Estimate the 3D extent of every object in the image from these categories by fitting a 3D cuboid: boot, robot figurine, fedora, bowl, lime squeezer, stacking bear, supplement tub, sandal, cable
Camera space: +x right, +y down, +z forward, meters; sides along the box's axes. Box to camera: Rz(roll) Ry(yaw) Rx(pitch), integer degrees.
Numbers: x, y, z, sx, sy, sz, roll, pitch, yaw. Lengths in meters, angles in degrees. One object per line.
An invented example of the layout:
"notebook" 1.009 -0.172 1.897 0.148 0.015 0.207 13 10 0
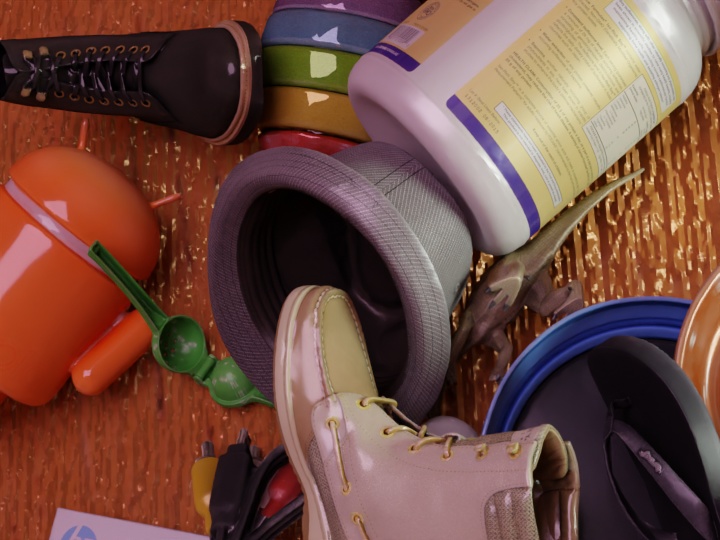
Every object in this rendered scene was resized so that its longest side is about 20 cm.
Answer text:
"boot" -0.150 -0.117 1.459 0.200 0.138 0.078 180 91 -66
"robot figurine" -0.206 0.006 1.503 0.200 0.117 0.144 -51 50 1
"fedora" 0.000 0.000 1.373 0.177 0.200 0.090 35 51 23
"bowl" 0.163 0.115 1.306 0.200 0.039 0.201 0 72 1
"lime squeezer" -0.088 0.051 1.466 0.200 0.071 0.038 36 49 1
"stacking bear" -0.021 -0.100 1.465 0.113 0.121 0.201 8 85 23
"boot" 0.037 0.093 1.266 0.154 0.072 0.201 -15 80 33
"supplement tub" 0.108 -0.123 1.379 0.200 0.146 0.145 -41 60 -9
"sandal" 0.168 0.125 1.239 0.043 0.076 0.201 -17 72 -22
"cable" -0.068 0.165 1.379 0.097 0.050 0.200 -3 43 15

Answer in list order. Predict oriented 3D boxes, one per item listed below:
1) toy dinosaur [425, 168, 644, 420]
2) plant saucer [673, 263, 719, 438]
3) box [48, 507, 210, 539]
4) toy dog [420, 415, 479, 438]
"toy dinosaur" 0.093 0.007 1.385 0.200 0.058 0.101 -48 17 5
"plant saucer" 0.268 0.067 1.283 0.199 0.032 0.201 0 71 0
"box" -0.136 0.256 1.426 0.155 0.041 0.201 8 75 26
"toy dog" 0.009 0.187 1.365 0.200 0.096 0.132 -36 74 -6
